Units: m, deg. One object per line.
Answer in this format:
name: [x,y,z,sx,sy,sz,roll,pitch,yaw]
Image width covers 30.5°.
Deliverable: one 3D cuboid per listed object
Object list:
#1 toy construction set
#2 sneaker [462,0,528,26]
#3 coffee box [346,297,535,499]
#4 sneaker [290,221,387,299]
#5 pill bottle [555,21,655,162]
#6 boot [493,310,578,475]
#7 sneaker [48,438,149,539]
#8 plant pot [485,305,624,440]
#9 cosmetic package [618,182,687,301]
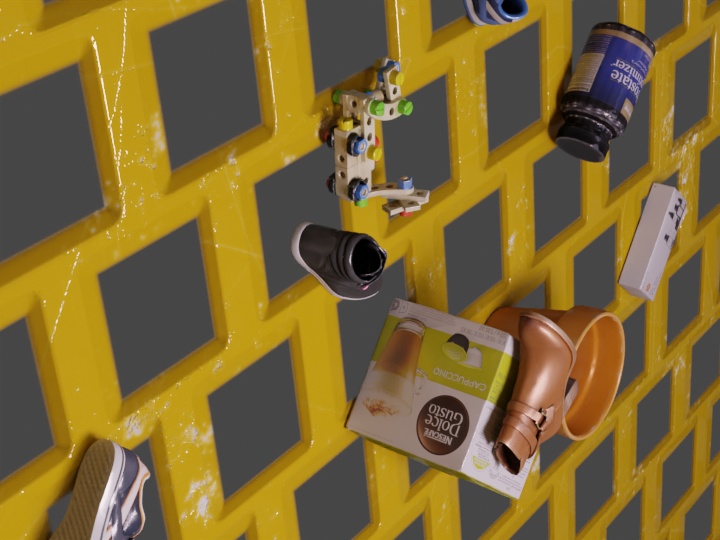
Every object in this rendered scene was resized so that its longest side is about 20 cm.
toy construction set: [0.019,-0.156,1.664,0.131,0.091,0.203,-33,118,-43]
sneaker: [0.166,-0.406,1.764,0.075,0.081,0.200,-59,141,-17]
coffee box: [0.135,0.182,1.855,0.199,0.198,0.200,33,77,-54]
sneaker: [0.000,0.000,1.683,0.200,0.098,0.072,35,74,-55]
pill bottle: [0.382,-0.280,2.086,0.112,0.111,0.203,36,73,-53]
boot: [0.221,0.164,1.735,0.155,0.073,0.201,-50,135,-25]
sneaker: [-0.285,0.290,1.425,0.079,0.078,0.202,36,72,-47]
plant pot: [0.287,0.141,2.062,0.199,0.181,0.203,-25,123,-47]
cosmetic package: [0.546,-0.052,2.455,0.082,0.050,0.203,28,80,-53]
